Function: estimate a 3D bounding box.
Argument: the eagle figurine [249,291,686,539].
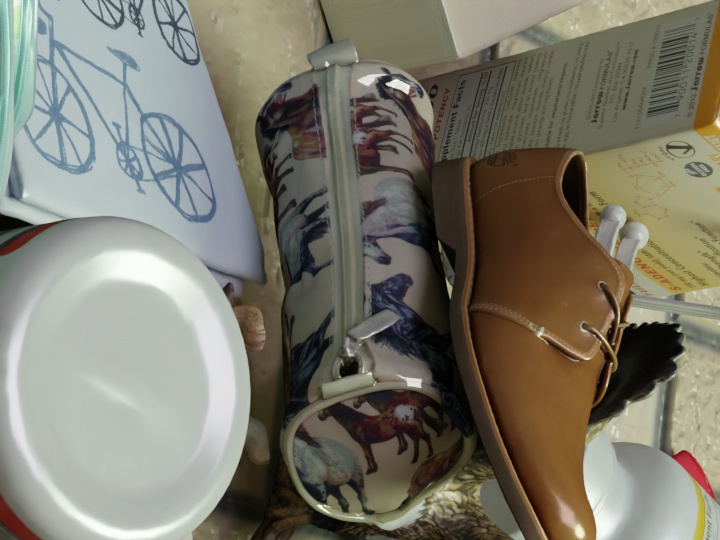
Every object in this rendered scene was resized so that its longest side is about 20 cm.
[{"bbox_3d":[0.048,0.097,1.082,0.151,0.200,0.152,-53,139,-44],"label":"eagle figurine"}]

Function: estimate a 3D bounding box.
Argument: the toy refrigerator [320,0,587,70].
[{"bbox_3d":[0.072,-0.158,1.236,0.200,0.076,0.070,-29,106,-43],"label":"toy refrigerator"}]

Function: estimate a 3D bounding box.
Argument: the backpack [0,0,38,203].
[{"bbox_3d":[-0.191,-0.089,0.844,0.150,0.200,0.178,-14,118,-37],"label":"backpack"}]

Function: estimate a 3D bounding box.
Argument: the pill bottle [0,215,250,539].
[{"bbox_3d":[-0.144,0.047,0.899,0.116,0.200,0.116,7,80,-44],"label":"pill bottle"}]

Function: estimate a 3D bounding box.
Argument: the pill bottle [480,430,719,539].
[{"bbox_3d":[0.134,0.153,1.213,0.200,0.112,0.112,45,56,-29],"label":"pill bottle"}]

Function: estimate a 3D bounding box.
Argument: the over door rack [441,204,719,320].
[{"bbox_3d":[0.122,0.020,1.163,0.200,0.148,0.067,67,34,-62],"label":"over door rack"}]

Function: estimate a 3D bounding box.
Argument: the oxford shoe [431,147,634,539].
[{"bbox_3d":[0.075,0.027,0.989,0.071,0.071,0.200,61,18,-52],"label":"oxford shoe"}]

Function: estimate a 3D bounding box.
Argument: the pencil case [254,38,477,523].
[{"bbox_3d":[0.000,0.000,1.040,0.090,0.078,0.200,90,-4,-48],"label":"pencil case"}]

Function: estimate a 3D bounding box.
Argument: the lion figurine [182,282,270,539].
[{"bbox_3d":[-0.088,0.099,0.961,0.122,0.073,0.200,-6,62,-9],"label":"lion figurine"}]

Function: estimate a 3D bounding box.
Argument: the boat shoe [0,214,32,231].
[{"bbox_3d":[-0.111,-0.016,1.031,0.066,0.074,0.200,-38,112,-35],"label":"boat shoe"}]

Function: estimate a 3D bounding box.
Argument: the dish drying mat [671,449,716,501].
[{"bbox_3d":[0.122,0.163,1.291,0.200,0.018,0.077,-28,103,-43],"label":"dish drying mat"}]

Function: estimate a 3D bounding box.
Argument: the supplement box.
[{"bbox_3d":[0.125,-0.047,1.187,0.126,0.200,0.074,36,57,-36],"label":"supplement box"}]

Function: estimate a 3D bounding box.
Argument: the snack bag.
[{"bbox_3d":[-0.112,-0.095,1.004,0.189,0.021,0.200,19,50,-61],"label":"snack bag"}]
